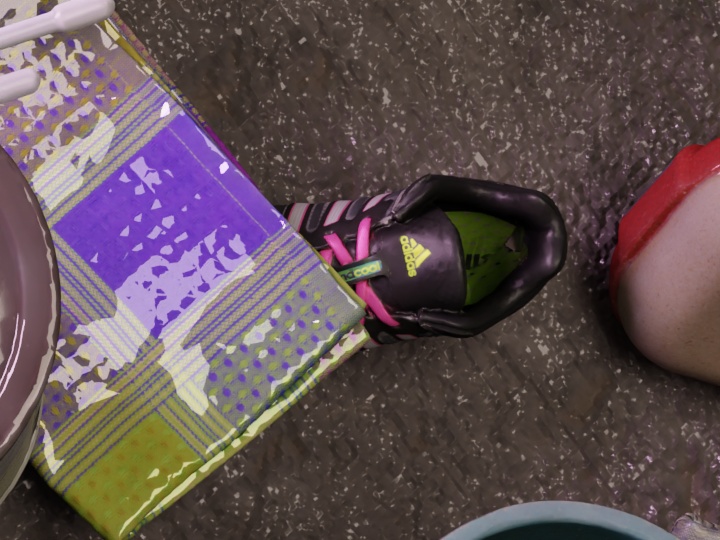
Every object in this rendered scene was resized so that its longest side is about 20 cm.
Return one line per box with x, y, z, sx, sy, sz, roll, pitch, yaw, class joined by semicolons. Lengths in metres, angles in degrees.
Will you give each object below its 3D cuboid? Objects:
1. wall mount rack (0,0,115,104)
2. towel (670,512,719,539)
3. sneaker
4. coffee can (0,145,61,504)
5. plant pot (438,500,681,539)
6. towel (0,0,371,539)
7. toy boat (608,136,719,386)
-0.189;-0.079;1.037;0.173;0.200;0.075;21;76;-14;wall mount rack
0.180;0.204;1.243;0.200;0.035;0.193;16;103;-21;towel
0.000;0.000;1.198;0.200;0.087;0.074;-12;86;-30;sneaker
-0.177;0.026;1.009;0.146;0.200;0.147;1;80;-7;coffee can
0.028;0.195;1.112;0.200;0.196;0.201;6;78;-29;plant pot
-0.108;-0.010;1.139;0.144;0.023;0.200;-39;87;-15;towel
0.203;-0.018;1.311;0.200;0.131;0.131;18;43;-25;toy boat
